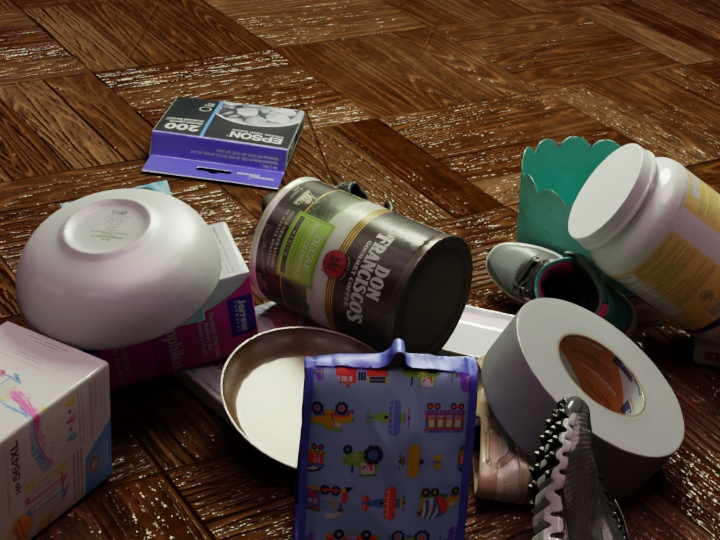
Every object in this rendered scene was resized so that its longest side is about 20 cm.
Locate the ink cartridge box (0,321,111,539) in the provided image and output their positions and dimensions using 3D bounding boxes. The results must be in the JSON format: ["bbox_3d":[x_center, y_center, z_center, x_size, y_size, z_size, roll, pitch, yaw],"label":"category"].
[{"bbox_3d":[-0.327,0.158,1.202,0.124,0.130,0.200,18,32,23],"label":"ink cartridge box"}]

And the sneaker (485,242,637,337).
[{"bbox_3d":[0.211,0.014,1.563,0.199,0.084,0.121,27,-2,30],"label":"sneaker"}]

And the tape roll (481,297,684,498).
[{"bbox_3d":[0.215,0.121,1.335,0.199,0.066,0.201,27,32,-18],"label":"tape roll"}]

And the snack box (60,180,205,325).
[{"bbox_3d":[-0.230,-0.010,1.373,0.115,0.037,0.201,-14,40,-10],"label":"snack box"}]

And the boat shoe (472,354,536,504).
[{"bbox_3d":[0.124,0.148,1.351,0.064,0.072,0.201,1,30,-8],"label":"boat shoe"}]

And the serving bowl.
[{"bbox_3d":[-0.233,-0.017,1.300,0.197,0.066,0.201,-4,39,3],"label":"serving bowl"}]

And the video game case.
[{"bbox_3d":[-0.095,0.101,1.456,0.181,0.023,0.199,-18,36,-36],"label":"video game case"}]

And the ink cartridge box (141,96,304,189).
[{"bbox_3d":[-0.191,-0.184,1.947,0.195,0.044,0.201,8,30,4],"label":"ink cartridge box"}]

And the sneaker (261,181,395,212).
[{"bbox_3d":[-0.034,-0.074,1.717,0.198,0.092,0.076,17,32,23],"label":"sneaker"}]

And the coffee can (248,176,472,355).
[{"bbox_3d":[0.000,0.000,1.483,0.199,0.148,0.146,23,33,31],"label":"coffee can"}]

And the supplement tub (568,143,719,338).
[{"bbox_3d":[0.344,-0.033,1.523,0.199,0.146,0.146,34,24,-15],"label":"supplement tub"}]

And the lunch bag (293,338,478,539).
[{"bbox_3d":[0.021,0.152,1.190,0.148,0.202,0.094,3,28,-5],"label":"lunch bag"}]

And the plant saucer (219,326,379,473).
[{"bbox_3d":[-0.043,0.134,1.357,0.198,0.032,0.201,11,39,-9],"label":"plant saucer"}]

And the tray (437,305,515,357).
[{"bbox_3d":[0.123,0.075,1.540,0.197,0.022,0.108,12,30,12],"label":"tray"}]

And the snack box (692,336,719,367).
[{"bbox_3d":[0.477,0.096,1.554,0.197,0.025,0.072,11,28,11],"label":"snack box"}]

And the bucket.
[{"bbox_3d":[0.285,-0.064,1.702,0.204,0.136,0.208,4,29,-2],"label":"bucket"}]

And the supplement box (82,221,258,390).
[{"bbox_3d":[-0.214,0.039,1.422,0.198,0.102,0.104,-17,38,-14],"label":"supplement box"}]

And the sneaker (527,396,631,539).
[{"bbox_3d":[0.192,0.211,1.190,0.089,0.067,0.202,14,66,-9],"label":"sneaker"}]
